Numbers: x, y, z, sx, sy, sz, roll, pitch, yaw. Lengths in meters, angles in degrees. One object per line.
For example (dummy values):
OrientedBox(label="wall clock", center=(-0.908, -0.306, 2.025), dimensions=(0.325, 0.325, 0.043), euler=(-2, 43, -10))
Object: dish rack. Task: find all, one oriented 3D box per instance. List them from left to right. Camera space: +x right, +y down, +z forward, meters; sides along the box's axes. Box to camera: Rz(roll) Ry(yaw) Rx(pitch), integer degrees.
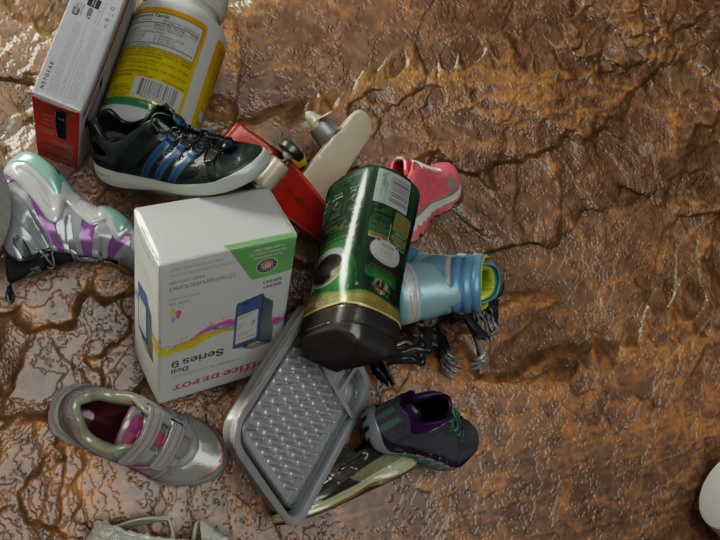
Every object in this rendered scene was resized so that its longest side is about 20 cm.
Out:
OrientedBox(label="dish rack", center=(-0.069, 0.146, 0.871), dimensions=(0.201, 0.043, 0.173), euler=(-59, 139, -36))

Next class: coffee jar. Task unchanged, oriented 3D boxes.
OrientedBox(label="coffee jar", center=(0.000, 0.000, 0.839), dimensions=(0.085, 0.104, 0.203), euler=(27, 59, -30))

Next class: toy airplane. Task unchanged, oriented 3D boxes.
OrientedBox(label="toy airplane", center=(-0.080, -0.087, 0.958), dimensions=(0.198, 0.141, 0.202), euler=(-14, 122, -31))

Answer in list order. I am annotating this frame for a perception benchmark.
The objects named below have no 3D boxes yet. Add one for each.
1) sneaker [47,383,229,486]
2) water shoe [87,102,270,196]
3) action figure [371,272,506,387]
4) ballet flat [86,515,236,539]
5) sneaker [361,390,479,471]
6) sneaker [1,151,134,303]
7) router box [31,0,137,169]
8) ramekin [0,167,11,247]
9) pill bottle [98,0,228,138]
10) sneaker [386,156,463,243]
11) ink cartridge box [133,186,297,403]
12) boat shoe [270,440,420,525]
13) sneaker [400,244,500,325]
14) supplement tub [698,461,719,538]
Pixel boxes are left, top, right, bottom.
OrientedBox(label="sneaker", center=(-0.230, 0.176, 0.861), dimensions=(0.198, 0.088, 0.083), euler=(20, 73, -16))
OrientedBox(label="water shoe", center=(-0.189, -0.124, 0.820), dimensions=(0.197, 0.080, 0.072), euler=(2, 35, 16))
OrientedBox(label="action figure", center=(0.109, 0.082, 0.997), dimensions=(0.198, 0.119, 0.103), euler=(-26, 78, -13))
OrientedBox(label="ballet flat", center=(-0.194, 0.293, 0.867), dimensions=(0.197, 0.072, 0.073), euler=(10, 76, -19))
OrientedBox(label="sneaker", center=(0.094, 0.181, 0.946), dimensions=(0.199, 0.087, 0.075), euler=(17, 47, -46))
OrientedBox(label="sneaker", center=(-0.322, -0.017, 0.877), dimensions=(0.199, 0.078, 0.141), euler=(34, 71, -1))
OrientedBox(label="router box", center=(-0.288, -0.231, 0.869), dimensions=(0.048, 0.179, 0.203), euler=(19, 73, -15))
OrientedBox(label="ramekin", center=(-0.440, -0.063, 0.791), dimensions=(0.197, 0.105, 0.203), euler=(-1, 75, 3))
OrientedBox(label="pill bottle", center=(-0.217, -0.235, 0.933), dimensions=(0.111, 0.113, 0.203), euler=(18, 74, -16))
OrientedBox(label="sneaker", center=(0.070, -0.105, 0.995), dimensions=(0.200, 0.073, 0.088), euler=(-46, 128, -51))
OrientedBox(label="ink cartridge box", center=(-0.155, 0.027, 0.849), dimensions=(0.144, 0.202, 0.088), euler=(-13, 49, -28))
OrientedBox(label="boat shoe", center=(-0.021, 0.231, 0.944), dimensions=(0.198, 0.073, 0.066), euler=(-18, 81, -32))
OrientedBox(label="sneaker", center=(0.090, 0.008, 0.954), dimensions=(0.128, 0.200, 0.081), euler=(-5, 109, -4))
OrientedBox(label="supplement tub", center=(0.574, 0.348, 1.102), dimensions=(0.199, 0.140, 0.141), euler=(38, 69, -10))
